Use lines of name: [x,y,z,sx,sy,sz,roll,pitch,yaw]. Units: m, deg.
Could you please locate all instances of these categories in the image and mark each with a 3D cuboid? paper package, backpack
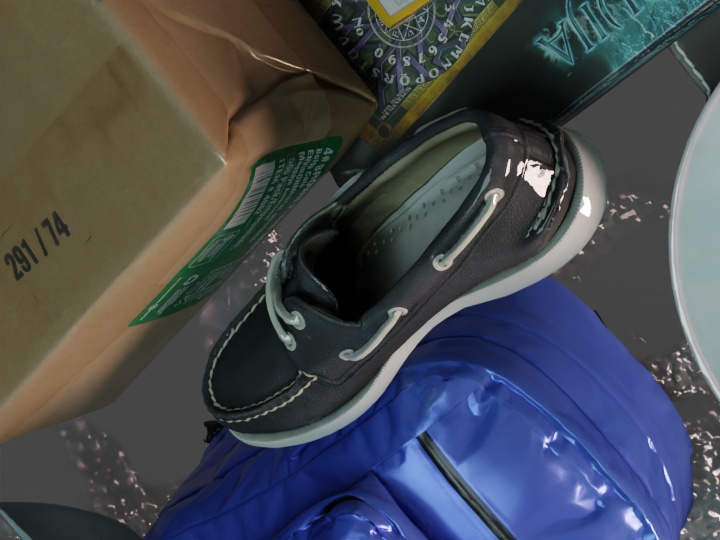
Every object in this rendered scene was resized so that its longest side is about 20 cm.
paper package: [-0.127,-0.061,1.076,0.191,0.103,0.200,51,126,9]
backpack: [0.033,0.111,1.113,0.200,0.168,0.163,-36,106,26]

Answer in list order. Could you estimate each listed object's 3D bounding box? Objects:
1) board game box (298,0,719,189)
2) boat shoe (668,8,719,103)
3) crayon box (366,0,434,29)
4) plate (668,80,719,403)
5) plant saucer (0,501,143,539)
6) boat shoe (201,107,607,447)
board game box: [0.042,-0.112,1.038,0.200,0.028,0.135,-36,83,37]
boat shoe: [0.175,-0.060,1.021,0.201,0.061,0.072,40,124,-4]
crayon box: [0.006,-0.201,0.957,0.126,0.052,0.200,-30,100,33]
plate: [0.209,-0.012,0.985,0.200,0.026,0.201,1,98,4]
plant saucer: [-0.079,0.163,1.208,0.039,0.201,0.201,-43,99,-10]
boat shoe: [0.000,0.000,1.034,0.060,0.076,0.200,18,134,-42]
